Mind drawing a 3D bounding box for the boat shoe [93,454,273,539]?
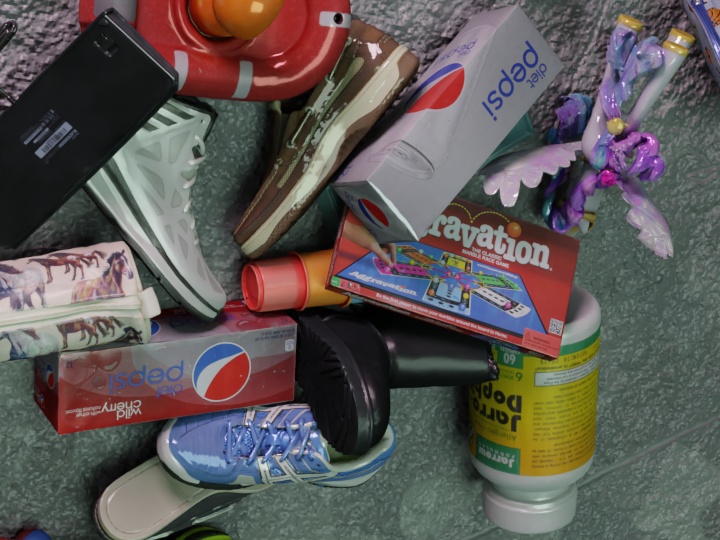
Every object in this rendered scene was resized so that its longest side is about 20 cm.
[{"bbox_3d":[-0.130,0.167,1.509,0.199,0.063,0.073,-25,79,-27],"label":"boat shoe"}]

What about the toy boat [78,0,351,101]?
[{"bbox_3d":[-0.093,-0.188,1.312,0.198,0.130,0.132,4,94,-29],"label":"toy boat"}]

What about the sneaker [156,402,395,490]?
[{"bbox_3d":[-0.064,0.132,1.470,0.198,0.077,0.077,0,73,-24],"label":"sneaker"}]

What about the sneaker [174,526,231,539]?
[{"bbox_3d":[-0.172,0.270,1.487,0.199,0.074,0.084,-10,126,-47],"label":"sneaker"}]

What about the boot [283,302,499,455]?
[{"bbox_3d":[0.033,0.077,1.470,0.161,0.198,0.074,0,114,-21],"label":"boot"}]

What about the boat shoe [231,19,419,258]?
[{"bbox_3d":[-0.042,-0.105,1.434,0.075,0.075,0.203,39,96,0],"label":"boat shoe"}]

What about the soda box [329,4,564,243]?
[{"bbox_3d":[0.068,-0.115,1.444,0.068,0.063,0.200,49,68,-20],"label":"soda box"}]

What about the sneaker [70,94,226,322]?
[{"bbox_3d":[-0.133,-0.059,1.388,0.115,0.076,0.201,-39,121,-6],"label":"sneaker"}]

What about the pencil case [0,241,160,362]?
[{"bbox_3d":[-0.248,0.030,1.336,0.198,0.089,0.079,-9,112,-13],"label":"pencil case"}]

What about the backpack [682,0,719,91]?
[{"bbox_3d":[0.361,-0.189,1.533,0.154,0.191,0.200,-36,125,9],"label":"backpack"}]

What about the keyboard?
[{"bbox_3d":[-0.232,-0.112,1.299,0.127,0.021,0.200,42,113,-18],"label":"keyboard"}]

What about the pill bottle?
[{"bbox_3d":[0.148,0.118,1.595,0.112,0.113,0.202,-11,116,-24],"label":"pill bottle"}]

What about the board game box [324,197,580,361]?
[{"bbox_3d":[0.076,-0.006,1.477,0.198,0.019,0.104,18,72,-15],"label":"board game box"}]

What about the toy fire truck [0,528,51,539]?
[{"bbox_3d":[-0.284,0.295,1.453,0.168,0.111,0.201,-50,128,-33],"label":"toy fire truck"}]

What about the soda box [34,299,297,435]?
[{"bbox_3d":[-0.151,0.072,1.442,0.198,0.063,0.071,-6,113,-26],"label":"soda box"}]

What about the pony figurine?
[{"bbox_3d":[0.200,-0.100,1.500,0.165,0.193,0.202,25,107,6],"label":"pony figurine"}]

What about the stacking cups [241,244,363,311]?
[{"bbox_3d":[0.000,0.000,1.494,0.198,0.060,0.061,-5,113,-23],"label":"stacking cups"}]

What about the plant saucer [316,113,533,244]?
[{"bbox_3d":[0.055,-0.092,1.512,0.199,0.019,0.070,-30,121,-13],"label":"plant saucer"}]
